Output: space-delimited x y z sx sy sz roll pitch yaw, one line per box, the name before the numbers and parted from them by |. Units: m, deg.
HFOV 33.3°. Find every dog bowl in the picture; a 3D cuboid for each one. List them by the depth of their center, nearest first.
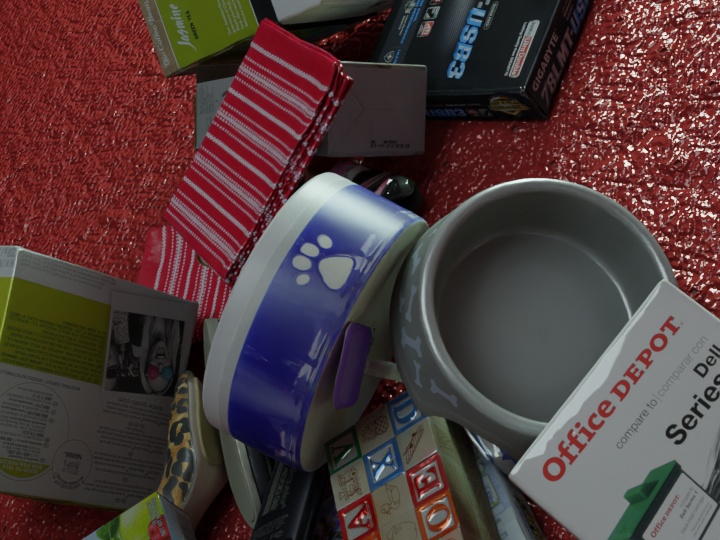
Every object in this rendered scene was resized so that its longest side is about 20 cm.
dog bowl | 0.120 0.030 0.794 0.197 0.059 0.202 2 68 -6
dog bowl | -0.028 0.038 0.858 0.078 0.200 0.202 25 78 14

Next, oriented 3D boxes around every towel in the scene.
towel | -0.091 -0.101 0.991 0.145 0.022 0.201 41 106 48
towel | -0.143 0.001 1.156 0.198 0.022 0.146 -14 55 35

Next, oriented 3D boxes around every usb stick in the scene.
usb stick | -0.047 0.164 0.897 0.055 0.033 0.200 -30 17 20

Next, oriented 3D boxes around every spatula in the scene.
spatula | 0.028 0.072 0.844 0.020 0.199 0.057 12 88 31

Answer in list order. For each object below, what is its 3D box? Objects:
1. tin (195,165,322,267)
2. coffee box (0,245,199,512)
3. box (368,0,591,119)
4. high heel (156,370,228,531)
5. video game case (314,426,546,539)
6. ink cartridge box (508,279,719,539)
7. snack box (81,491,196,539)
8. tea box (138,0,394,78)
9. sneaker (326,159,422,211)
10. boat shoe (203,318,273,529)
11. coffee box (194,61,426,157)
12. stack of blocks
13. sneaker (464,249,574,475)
tin | -0.085 -0.042 1.042 0.113 0.042 0.200 -59 25 -7
coffee box | -0.297 0.100 1.074 0.198 0.199 0.200 0 76 41
box | 0.110 -0.230 1.084 0.197 0.050 0.202 7 68 45
high heel | -0.175 0.192 1.020 0.142 0.071 0.202 -27 56 17
video game case | 0.034 0.215 0.842 0.199 0.045 0.182 -39 43 14
ink cartridge box | 0.201 0.124 0.667 0.199 0.084 0.147 39 90 18
snack box | -0.169 0.286 0.884 0.142 0.053 0.201 -34 49 6
tea box | -0.083 -0.287 1.158 0.195 0.199 0.135 -17 94 33
sneaker | 0.000 0.000 1.003 0.085 0.080 0.202 4 73 23
boat shoe | -0.086 0.118 0.998 0.062 0.073 0.201 -5 49 -16
coffee box | -0.049 -0.144 1.074 0.199 0.114 0.081 9 100 47
stack of blocks | 0.030 0.190 0.784 0.115 0.058 0.201 -33 44 19
sneaker | 0.120 0.045 0.858 0.115 0.080 0.201 -34 43 21
